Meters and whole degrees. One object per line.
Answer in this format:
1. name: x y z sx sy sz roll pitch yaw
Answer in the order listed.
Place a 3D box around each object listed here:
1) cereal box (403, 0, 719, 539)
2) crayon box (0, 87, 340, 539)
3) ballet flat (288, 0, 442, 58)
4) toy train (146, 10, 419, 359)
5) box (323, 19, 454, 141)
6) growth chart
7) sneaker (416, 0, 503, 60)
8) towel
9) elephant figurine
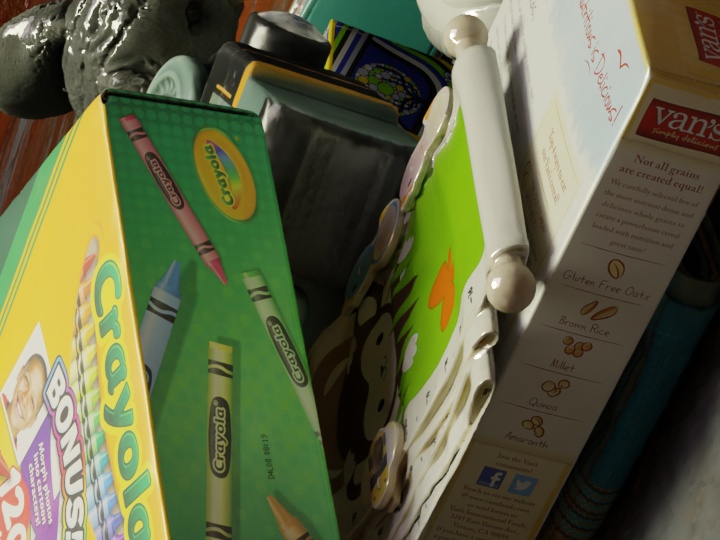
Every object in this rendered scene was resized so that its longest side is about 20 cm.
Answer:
1. cereal box: 0.051 -0.012 0.767 0.144 0.039 0.201 -94 24 -53
2. crayon box: -0.065 0.063 0.777 0.119 0.058 0.201 -44 49 47
3. ballet flat: 0.021 -0.142 1.094 0.201 0.067 0.064 -62 12 14
4. toy train: -0.049 0.012 0.887 0.201 0.085 0.114 -68 26 10
5. box: 0.000 0.000 0.993 0.201 0.064 0.070 -88 21 -45
6. growth chart: 0.007 0.036 0.769 0.145 0.018 0.201 -104 33 -57
7. sneaker: 0.039 -0.142 0.956 0.200 0.075 0.088 -133 38 -64
8. towel: 0.055 0.044 0.815 0.147 0.022 0.201 -94 25 -57
9. elephant figurine: -0.091 -0.082 1.131 0.200 0.141 0.156 53 -139 -53
